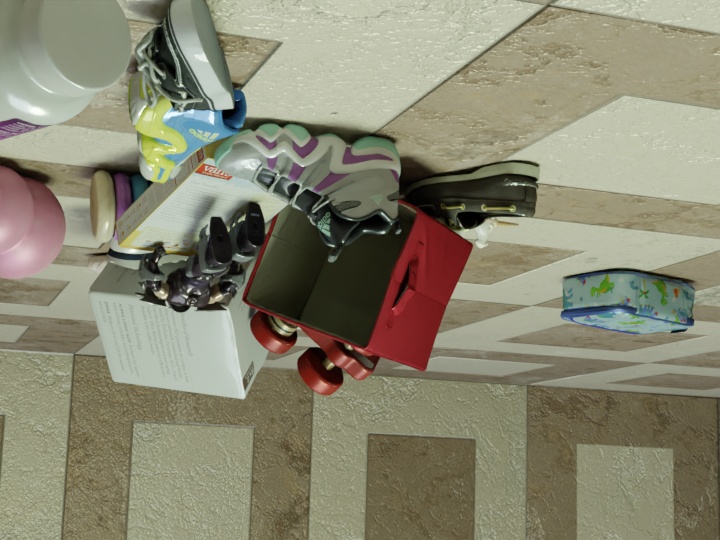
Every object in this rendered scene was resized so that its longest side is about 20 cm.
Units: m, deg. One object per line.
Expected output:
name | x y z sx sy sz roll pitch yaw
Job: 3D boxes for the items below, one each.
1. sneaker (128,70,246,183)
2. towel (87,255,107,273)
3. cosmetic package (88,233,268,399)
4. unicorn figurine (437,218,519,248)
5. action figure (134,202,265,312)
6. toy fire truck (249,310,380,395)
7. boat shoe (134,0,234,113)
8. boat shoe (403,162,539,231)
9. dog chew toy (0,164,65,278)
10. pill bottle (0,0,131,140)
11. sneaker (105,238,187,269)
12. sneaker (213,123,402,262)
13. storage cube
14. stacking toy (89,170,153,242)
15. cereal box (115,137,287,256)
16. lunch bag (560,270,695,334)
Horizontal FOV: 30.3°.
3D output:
sneaker | -0.159 -0.131 1.262 0.104 0.076 0.200 1 169 -2
towel | -0.302 0.000 2.125 0.199 0.032 0.191 -5 168 27
cosmetic package | -0.231 0.051 1.795 0.199 0.165 0.166 5 129 15
unicorn figurine | 0.085 -0.035 1.664 0.199 0.138 0.074 18 169 8
action figure | -0.178 -0.003 1.515 0.130 0.070 0.200 -5 159 -35
toy fire truck | -0.046 0.056 1.769 0.112 0.200 0.168 -45 -174 26
boat shoe | -0.145 -0.167 1.065 0.068 0.074 0.199 -13 179 -1
boat shoe | 0.123 -0.078 1.541 0.071 0.061 0.201 10 167 -39
dog chew toy | -0.429 -0.067 1.550 0.124 0.125 0.200 -1 162 16
pill bottle | -0.268 -0.160 1.015 0.199 0.113 0.112 -7 167 41
sneaker | -0.244 -0.057 1.698 0.076 0.081 0.200 10 -165 27
sneaker | -0.048 -0.072 1.357 0.199 0.141 0.078 1 153 -14
storage cube | 0.000 0.000 1.556 0.199 0.172 0.180 20 177 28
stacking toy | -0.219 -0.078 1.589 0.199 0.086 0.085 -2 171 -19
cereal box | -0.164 -0.078 1.486 0.143 0.040 0.200 9 147 -38
lunch bag | 0.435 0.054 2.169 0.199 0.083 0.160 11 169 -36
